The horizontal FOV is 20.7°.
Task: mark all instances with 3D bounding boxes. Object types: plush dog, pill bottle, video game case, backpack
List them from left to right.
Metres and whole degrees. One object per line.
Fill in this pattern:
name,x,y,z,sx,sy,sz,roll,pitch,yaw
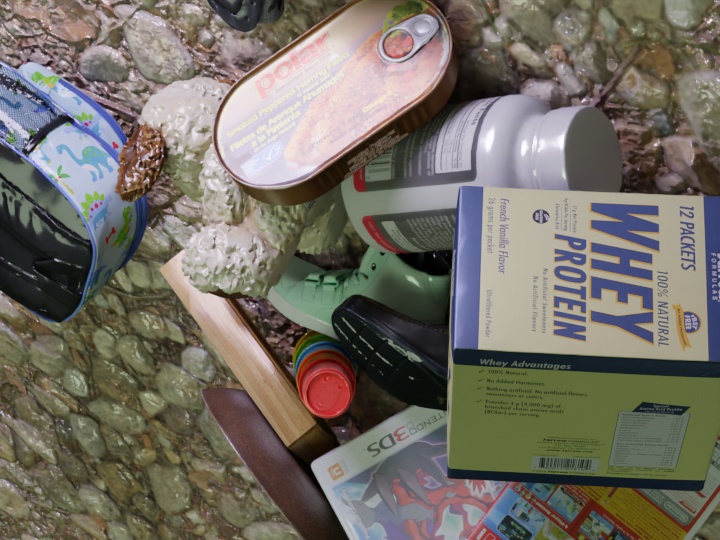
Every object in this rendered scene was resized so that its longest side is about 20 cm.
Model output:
backpack,-0.283,-0.072,1.740,0.200,0.147,0.184,39,137,9
plush dog,-0.100,-0.092,1.569,0.171,0.200,0.162,28,121,14
video game case,0.082,0.202,1.617,0.181,0.023,0.201,-30,85,9
pill bottle,0.092,-0.073,1.483,0.199,0.111,0.111,-4,122,39
video game case,0.198,0.183,1.579,0.143,0.201,0.017,38,179,4

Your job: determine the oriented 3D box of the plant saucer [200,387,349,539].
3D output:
plant saucer,-0.065,0.173,1.714,0.201,0.037,0.200,52,180,0

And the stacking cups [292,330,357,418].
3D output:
stacking cups,-0.031,0.093,1.658,0.060,0.200,0.061,0,98,0

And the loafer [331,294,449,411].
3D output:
loafer,0.070,0.074,1.575,0.199,0.073,0.073,34,149,-4

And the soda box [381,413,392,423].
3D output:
soda box,0.032,0.213,1.738,0.063,0.068,0.201,21,147,10

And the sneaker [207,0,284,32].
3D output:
sneaker,-0.058,-0.239,1.490,0.199,0.075,0.115,16,133,34

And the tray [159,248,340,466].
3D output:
tray,-0.094,0.076,1.720,0.200,0.037,0.099,51,179,21

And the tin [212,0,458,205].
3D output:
tin,-0.018,-0.129,1.473,0.112,0.199,0.042,55,179,26

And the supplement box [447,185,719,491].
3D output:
supplement box,0.163,0.053,1.429,0.198,0.135,0.200,2,148,2

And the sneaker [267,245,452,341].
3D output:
sneaker,0.001,0.000,1.657,0.200,0.073,0.119,29,117,33
